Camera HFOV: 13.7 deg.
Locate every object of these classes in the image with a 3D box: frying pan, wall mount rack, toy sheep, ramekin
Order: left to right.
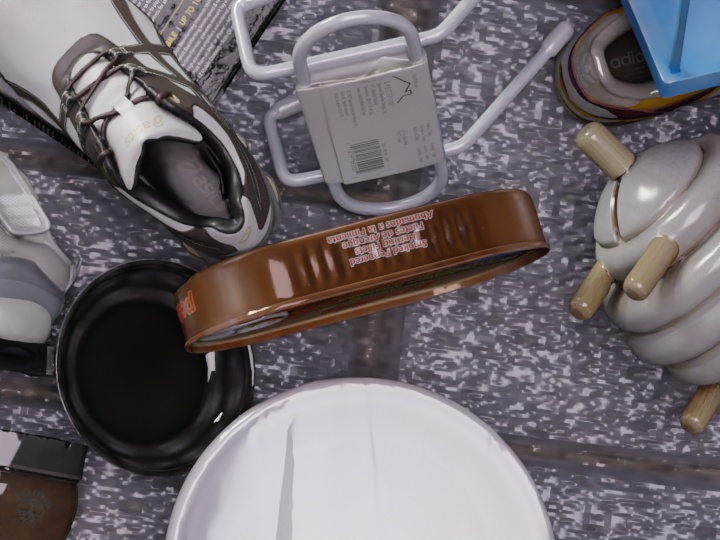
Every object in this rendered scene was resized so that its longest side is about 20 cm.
[{"bbox_3d":[-0.140,0.063,1.545,0.190,0.031,0.115,-19,92,-29],"label":"frying pan"},{"bbox_3d":[-0.005,0.155,1.552,0.202,0.094,0.203,0,87,-7],"label":"ramekin"},{"bbox_3d":[0.029,-0.110,1.538,0.173,0.200,0.075,-13,63,1],"label":"wall mount rack"},{"bbox_3d":[0.184,-0.002,1.567,0.138,0.138,0.200,-45,108,-7],"label":"toy sheep"}]

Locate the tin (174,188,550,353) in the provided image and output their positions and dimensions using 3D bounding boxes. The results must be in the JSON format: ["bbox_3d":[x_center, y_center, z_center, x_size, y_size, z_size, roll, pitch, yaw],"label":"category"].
[{"bbox_3d":[0.000,0.000,1.549,0.200,0.112,0.042,-14,78,-17],"label":"tin"}]

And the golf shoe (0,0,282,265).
[{"bbox_3d":[-0.117,-0.086,1.503,0.200,0.094,0.078,42,90,-1],"label":"golf shoe"}]

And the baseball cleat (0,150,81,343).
[{"bbox_3d":[-0.242,-0.031,1.556,0.200,0.070,0.107,29,77,-14],"label":"baseball cleat"}]

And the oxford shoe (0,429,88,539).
[{"bbox_3d":[-0.245,0.115,1.537,0.200,0.073,0.085,9,87,-6],"label":"oxford shoe"}]

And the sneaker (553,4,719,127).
[{"bbox_3d":[0.204,-0.129,1.597,0.200,0.090,0.075,-23,89,-7],"label":"sneaker"}]

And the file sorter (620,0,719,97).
[{"bbox_3d":[0.229,-0.198,1.516,0.200,0.123,0.139,-13,57,-9],"label":"file sorter"}]

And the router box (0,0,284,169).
[{"bbox_3d":[-0.116,-0.160,1.579,0.149,0.051,0.200,34,85,-4],"label":"router box"}]
